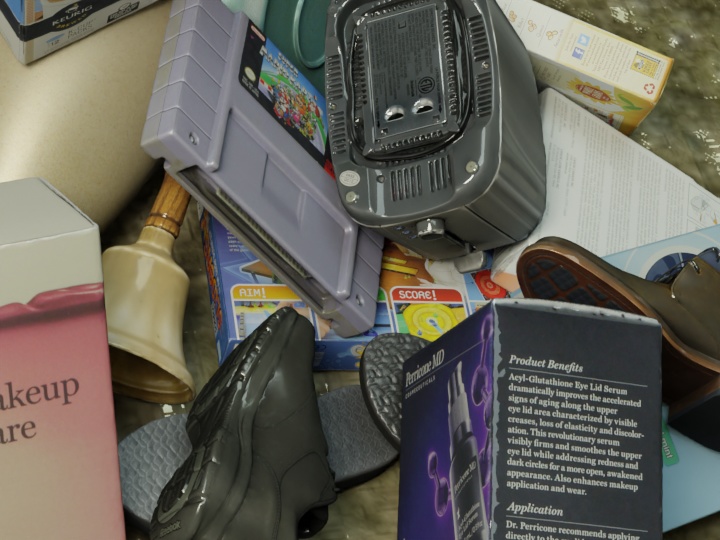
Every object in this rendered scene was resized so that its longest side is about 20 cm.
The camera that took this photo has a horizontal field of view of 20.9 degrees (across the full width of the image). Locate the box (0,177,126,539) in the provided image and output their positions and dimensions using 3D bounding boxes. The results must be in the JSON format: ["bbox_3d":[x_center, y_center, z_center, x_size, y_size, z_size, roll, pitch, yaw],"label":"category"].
[{"bbox_3d":[-0.203,0.066,1.029,0.127,0.202,0.109,-11,21,-24],"label":"box"}]

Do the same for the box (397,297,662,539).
[{"bbox_3d":[0.090,0.132,1.077,0.103,0.148,0.202,7,70,-17],"label":"box"}]

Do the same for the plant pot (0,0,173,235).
[{"bbox_3d":[-0.192,-0.100,1.206,0.186,0.188,0.201,20,62,-1],"label":"plant pot"}]

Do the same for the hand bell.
[{"bbox_3d":[-0.116,-0.033,1.166,0.103,0.104,0.201,18,72,-2],"label":"hand bell"}]

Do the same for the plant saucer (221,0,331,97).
[{"bbox_3d":[-0.036,-0.166,1.278,0.027,0.201,0.201,14,46,24],"label":"plant saucer"}]

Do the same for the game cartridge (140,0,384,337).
[{"bbox_3d":[-0.050,-0.066,1.177,0.200,0.038,0.130,44,42,-37],"label":"game cartridge"}]

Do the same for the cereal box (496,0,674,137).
[{"bbox_3d":[0.109,-0.155,1.353,0.199,0.144,0.040,24,85,1],"label":"cereal box"}]

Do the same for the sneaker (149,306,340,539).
[{"bbox_3d":[-0.052,0.102,1.092,0.091,0.076,0.201,35,39,-13],"label":"sneaker"}]

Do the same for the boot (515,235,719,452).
[{"bbox_3d":[0.176,0.020,1.165,0.200,0.075,0.097,38,49,-21],"label":"boot"}]

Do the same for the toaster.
[{"bbox_3d":[0.049,-0.102,1.219,0.113,0.129,0.202,-14,67,20],"label":"toaster"}]

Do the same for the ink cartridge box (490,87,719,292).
[{"bbox_3d":[0.185,-0.014,1.324,0.199,0.050,0.163,33,42,-19],"label":"ink cartridge box"}]

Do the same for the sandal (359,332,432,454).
[{"bbox_3d":[0.073,0.115,1.189,0.200,0.045,0.075,38,58,-11],"label":"sandal"}]

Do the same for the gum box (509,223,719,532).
[{"bbox_3d":[0.210,0.065,1.228,0.199,0.045,0.171,-15,79,-31],"label":"gum box"}]

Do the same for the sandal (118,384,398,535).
[{"bbox_3d":[-0.062,0.120,1.154,0.199,0.043,0.076,-8,62,-34],"label":"sandal"}]

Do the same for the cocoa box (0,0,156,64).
[{"bbox_3d":[-0.135,-0.235,1.104,0.199,0.131,0.134,-28,80,-17],"label":"cocoa box"}]

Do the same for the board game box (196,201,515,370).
[{"bbox_3d":[0.000,0.000,1.263,0.198,0.035,0.136,2,53,-17],"label":"board game box"}]
